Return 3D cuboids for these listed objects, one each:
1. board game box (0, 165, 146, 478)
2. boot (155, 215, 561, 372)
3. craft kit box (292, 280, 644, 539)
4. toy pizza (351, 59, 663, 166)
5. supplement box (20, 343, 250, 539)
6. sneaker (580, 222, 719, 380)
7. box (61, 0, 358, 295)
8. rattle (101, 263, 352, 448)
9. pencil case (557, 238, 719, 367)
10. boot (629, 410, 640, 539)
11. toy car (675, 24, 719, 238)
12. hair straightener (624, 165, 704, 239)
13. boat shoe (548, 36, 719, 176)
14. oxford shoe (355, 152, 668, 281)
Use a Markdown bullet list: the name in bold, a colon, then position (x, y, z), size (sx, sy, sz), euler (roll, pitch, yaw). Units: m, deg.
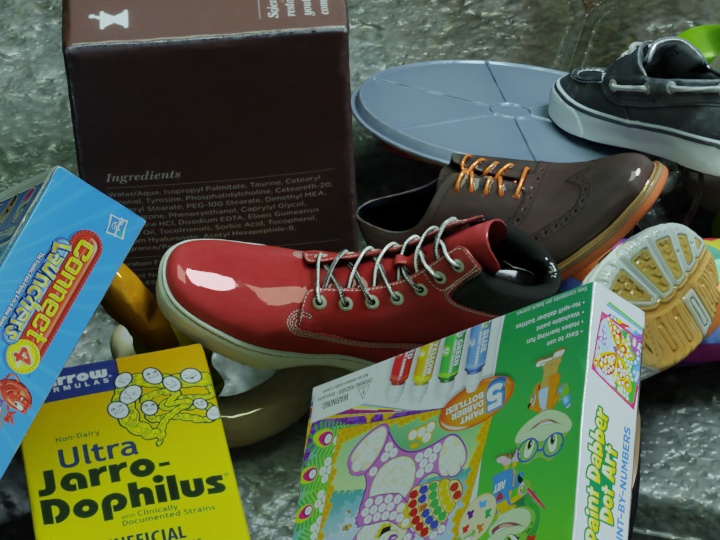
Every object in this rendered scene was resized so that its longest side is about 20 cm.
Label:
- **board game box**: position (-0.209, 0.052, 1.488), size (0.056, 0.200, 0.196), euler (32, 75, -16)
- **boot**: position (0.000, 0.000, 1.529), size (0.200, 0.144, 0.072), euler (13, 58, -19)
- **craft kit box**: position (0.047, 0.124, 1.394), size (0.200, 0.049, 0.198), euler (-23, 50, 39)
- **toy pizza**: position (0.092, -0.085, 1.755), size (0.200, 0.032, 0.200), euler (6, 22, -2)
- **supplement box**: position (-0.115, 0.151, 1.488), size (0.109, 0.110, 0.200), euler (-10, 43, -7)
- **sneaker**: position (0.116, 0.043, 1.544), size (0.200, 0.076, 0.088), euler (-42, 17, -35)
- **box**: position (-0.089, -0.112, 1.703), size (0.164, 0.200, 0.166), euler (-4, 44, -2)
- **rattle**: position (-0.050, 0.011, 1.620), size (0.200, 0.143, 0.130), euler (-15, 25, -4)
- **pencil case**: position (0.182, 0.018, 1.635), size (0.200, 0.088, 0.088), euler (-1, 43, 2)
- **boot**: position (0.098, 0.138, 1.516), size (0.097, 0.075, 0.200), euler (6, 46, 5)
- **toy car**: position (0.309, -0.088, 1.731), size (0.200, 0.158, 0.164), euler (9, 49, -26)
- **hair straightener**: position (0.112, -0.024, 1.681), size (0.200, 0.077, 0.041), euler (-16, 51, 20)
- **boat shoe**: position (0.179, -0.106, 1.676), size (0.072, 0.068, 0.200), euler (-8, 17, -26)
- **oxford shoe**: position (0.080, -0.032, 1.579), size (0.200, 0.073, 0.071), euler (-21, 30, 38)
